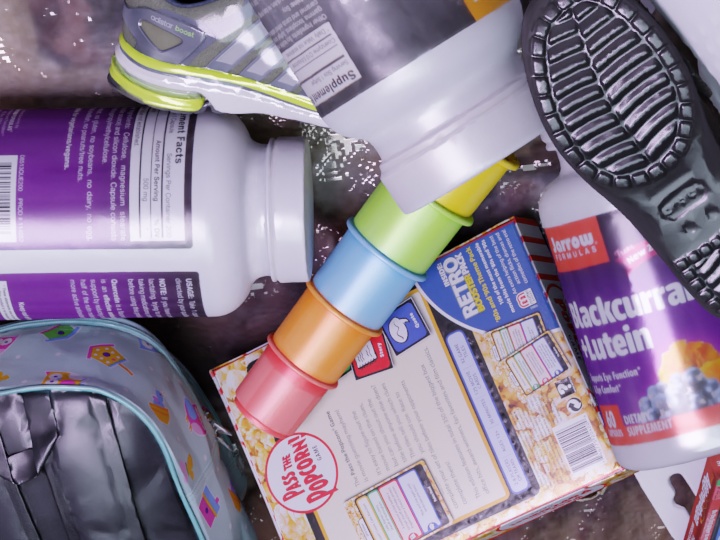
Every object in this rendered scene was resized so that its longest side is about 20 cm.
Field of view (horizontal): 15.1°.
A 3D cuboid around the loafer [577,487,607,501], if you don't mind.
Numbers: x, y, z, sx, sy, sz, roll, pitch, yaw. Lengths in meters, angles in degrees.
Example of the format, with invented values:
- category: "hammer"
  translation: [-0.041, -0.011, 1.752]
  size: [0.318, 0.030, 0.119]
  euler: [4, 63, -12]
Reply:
- category: "loafer"
  translation: [0.059, 0.100, 1.550]
  size: [0.199, 0.068, 0.076]
  euler: [-8, 123, 8]

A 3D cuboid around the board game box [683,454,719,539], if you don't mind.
- category: "board game box"
  translation: [0.228, 0.139, 1.486]
  size: [0.102, 0.020, 0.200]
  euler: [-12, 152, -7]

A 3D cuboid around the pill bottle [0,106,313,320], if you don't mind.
- category: "pill bottle"
  translation: [-0.126, -0.031, 1.443]
  size: [0.199, 0.113, 0.113]
  euler: [-1, 124, 3]

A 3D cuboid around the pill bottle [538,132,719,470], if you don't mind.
- category: "pill bottle"
  translation: [0.157, -0.006, 1.414]
  size: [0.111, 0.111, 0.201]
  euler: [-17, 92, 14]

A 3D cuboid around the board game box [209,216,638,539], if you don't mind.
- category: "board game box"
  translation: [0.034, 0.081, 1.500]
  size: [0.199, 0.046, 0.152]
  euler: [-26, 79, 18]

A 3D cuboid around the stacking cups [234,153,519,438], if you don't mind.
- category: "stacking cups"
  translation: [0.000, 0.000, 1.462]
  size: [0.060, 0.061, 0.200]
  euler: [35, 104, -19]

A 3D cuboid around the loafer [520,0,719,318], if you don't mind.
- category: "loafer"
  translation: [0.140, -0.064, 1.313]
  size: [0.073, 0.071, 0.200]
  euler: [-29, 112, 14]

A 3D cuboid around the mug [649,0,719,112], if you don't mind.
- category: "mug"
  translation: [0.234, -0.105, 1.297]
  size: [0.175, 0.148, 0.200]
  euler: [49, 148, -1]

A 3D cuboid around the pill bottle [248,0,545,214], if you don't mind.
- category: "pill bottle"
  translation: [0.009, -0.136, 1.324]
  size: [0.116, 0.116, 0.200]
  euler: [-31, 93, 21]

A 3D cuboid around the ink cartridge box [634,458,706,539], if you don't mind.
- category: "ink cartridge box"
  translation: [0.254, 0.079, 1.527]
  size: [0.199, 0.067, 0.116]
  euler: [-23, 121, 17]

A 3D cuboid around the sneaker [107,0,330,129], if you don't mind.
- category: "sneaker"
  translation: [-0.031, -0.123, 1.404]
  size: [0.199, 0.074, 0.081]
  euler: [2, 121, -1]

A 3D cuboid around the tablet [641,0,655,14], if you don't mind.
- category: "tablet"
  translation: [0.108, -0.183, 1.330]
  size: [0.130, 0.014, 0.200]
  euler: [12, 155, -7]

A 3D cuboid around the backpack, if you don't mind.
- category: "backpack"
  translation: [-0.158, 0.117, 1.519]
  size: [0.175, 0.154, 0.200]
  euler: [-11, 126, 17]
